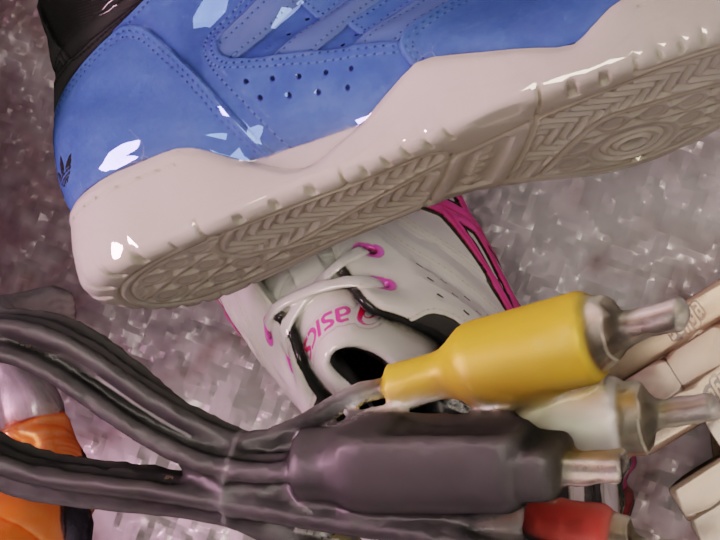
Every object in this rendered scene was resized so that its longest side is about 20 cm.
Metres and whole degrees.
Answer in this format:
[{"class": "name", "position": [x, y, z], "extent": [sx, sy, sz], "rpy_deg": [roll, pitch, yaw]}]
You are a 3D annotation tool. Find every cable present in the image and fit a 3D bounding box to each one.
[{"class": "cable", "position": [-0.011, 0.051, 0.732], "extent": [0.200, 0.050, 0.097], "rpy_deg": [2, 110, 19]}]

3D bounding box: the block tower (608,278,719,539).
[{"class": "block tower", "position": [0.136, 0.095, 0.780], "extent": [0.058, 0.054, 0.200], "rpy_deg": [-33, 84, 9]}]

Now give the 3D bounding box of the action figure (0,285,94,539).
[{"class": "action figure", "position": [-0.129, 0.115, 0.759], "extent": [0.200, 0.105, 0.194], "rpy_deg": [-30, 45, 9]}]

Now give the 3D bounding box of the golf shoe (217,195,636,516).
[{"class": "golf shoe", "position": [0.000, 0.000, 0.785], "extent": [0.073, 0.092, 0.200], "rpy_deg": [-43, 82, 9]}]

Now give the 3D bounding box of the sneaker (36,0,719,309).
[{"class": "sneaker", "position": [0.012, -0.072, 0.729], "extent": [0.200, 0.077, 0.111], "rpy_deg": [-19, 71, 17]}]
